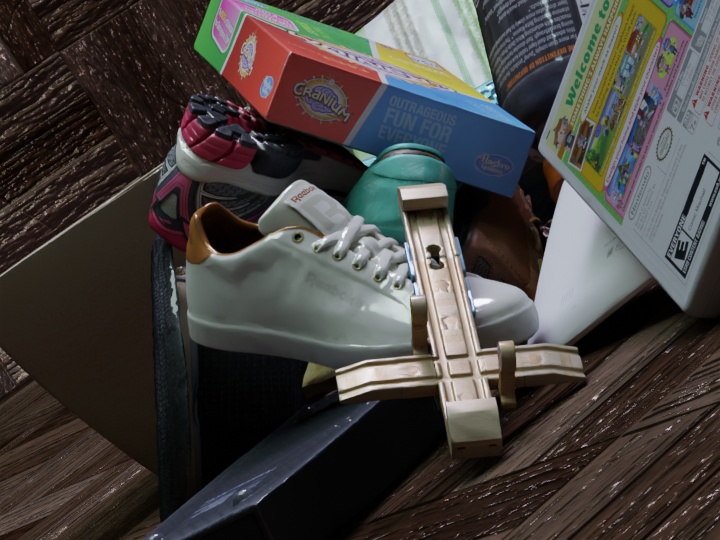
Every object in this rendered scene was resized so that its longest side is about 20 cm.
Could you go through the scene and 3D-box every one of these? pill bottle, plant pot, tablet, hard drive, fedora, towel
[{"bbox_3d":[0.126,-0.135,1.666,0.106,0.201,0.106,-9,-27,-5],"label":"pill bottle"},{"bbox_3d":[-0.103,0.018,1.853,0.200,0.178,0.200,-30,6,35],"label":"plant pot"},{"bbox_3d":[0.142,-0.043,1.356,0.200,0.014,0.131,-42,27,50],"label":"tablet"},{"bbox_3d":[-0.032,0.104,1.387,0.135,0.042,0.200,-29,6,37],"label":"hard drive"},{"bbox_3d":[-0.069,0.064,1.564,0.091,0.202,0.201,-2,4,-4],"label":"fedora"},{"bbox_3d":[0.073,-0.142,1.832,0.200,0.031,0.150,-35,46,18],"label":"towel"}]

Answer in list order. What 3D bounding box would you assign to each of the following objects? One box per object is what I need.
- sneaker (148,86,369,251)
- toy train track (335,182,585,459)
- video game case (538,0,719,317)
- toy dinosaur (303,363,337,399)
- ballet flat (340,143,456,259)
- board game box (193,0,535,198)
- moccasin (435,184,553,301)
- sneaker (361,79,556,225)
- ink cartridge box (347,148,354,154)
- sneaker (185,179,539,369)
[{"bbox_3d":[-0.059,-0.051,1.578,0.075,0.080,0.200,-60,-24,12],"label":"sneaker"},{"bbox_3d":[0.041,0.012,1.324,0.114,0.033,0.200,-5,36,-4],"label":"toy train track"},{"bbox_3d":[0.154,-0.107,1.281,0.182,0.022,0.201,54,130,57],"label":"video game case"},{"bbox_3d":[-0.009,0.051,1.655,0.199,0.058,0.101,-31,7,25],"label":"toy dinosaur"},{"bbox_3d":[0.000,0.000,1.567,0.200,0.067,0.071,128,150,-61],"label":"ballet flat"},{"bbox_3d":[-0.001,-0.104,1.612,0.200,0.152,0.041,-134,63,-68],"label":"board game box"},{"bbox_3d":[0.082,-0.010,1.607,0.074,0.078,0.201,-56,7,9],"label":"moccasin"},{"bbox_3d":[0.052,-0.029,1.769,0.199,0.080,0.131,-30,-31,7],"label":"sneaker"},{"bbox_3d":[0.106,-0.110,1.937,0.199,0.145,0.145,-31,5,18],"label":"ink cartridge box"},{"bbox_3d":[-0.007,0.001,1.407,0.199,0.085,0.073,4,20,29],"label":"sneaker"}]
